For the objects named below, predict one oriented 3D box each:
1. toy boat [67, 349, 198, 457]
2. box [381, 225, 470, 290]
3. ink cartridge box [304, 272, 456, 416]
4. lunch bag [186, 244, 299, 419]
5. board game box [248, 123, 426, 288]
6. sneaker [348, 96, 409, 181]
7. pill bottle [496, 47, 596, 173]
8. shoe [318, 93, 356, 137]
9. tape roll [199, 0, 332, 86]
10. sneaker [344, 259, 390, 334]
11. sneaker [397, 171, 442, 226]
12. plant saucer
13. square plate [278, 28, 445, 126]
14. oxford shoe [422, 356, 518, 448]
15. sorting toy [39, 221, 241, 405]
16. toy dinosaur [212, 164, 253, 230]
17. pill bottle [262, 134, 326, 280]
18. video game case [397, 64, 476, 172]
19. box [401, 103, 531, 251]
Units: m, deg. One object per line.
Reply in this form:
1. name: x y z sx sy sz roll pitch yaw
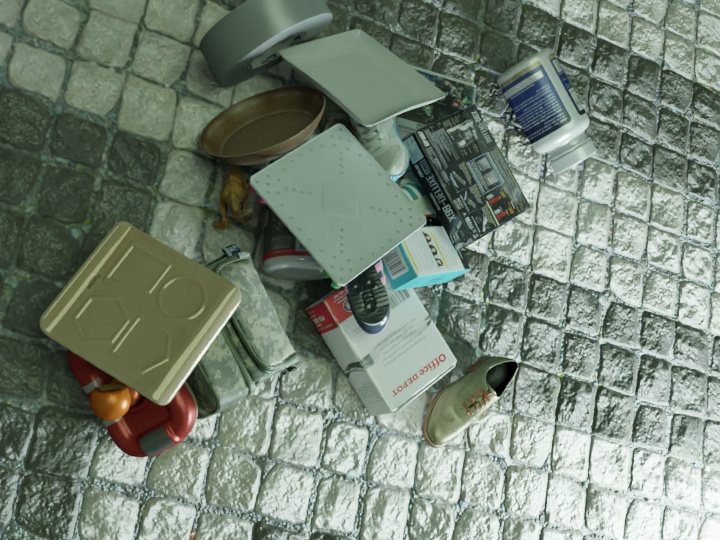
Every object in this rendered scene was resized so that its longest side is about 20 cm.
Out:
1. toy boat: -0.313 0.157 1.354 0.130 0.131 0.201 -30 92 15
2. box: 0.098 -0.022 1.604 0.199 0.049 0.083 -6 69 -61
3. ink cartridge box: 0.032 0.102 1.583 0.146 0.083 0.201 -33 93 -28
4. lunch bag: -0.194 0.084 1.446 0.167 0.139 0.201 -27 89 -32
5. board game box: -0.032 -0.095 1.475 0.200 0.026 0.200 49 53 6
6. sneaker: 0.020 -0.214 1.598 0.081 0.076 0.201 35 33 -43
7. pill bottle: 0.332 -0.277 1.808 0.111 0.111 0.201 -30 92 -29
8. shoe: -0.025 -0.202 1.631 0.069 0.053 0.202 -7 75 -10
9. tape roll: -0.142 -0.357 1.541 0.200 0.200 0.067 -33 92 -29
10. sneaker: 0.000 0.000 1.513 0.069 0.082 0.202 -7 65 -1
11. sneaker: 0.065 -0.111 1.665 0.198 0.071 0.094 -4 56 -32
12. plant saucer: -0.142 -0.210 1.530 0.200 0.199 0.037 -39 128 -28
13. square plate: 0.002 -0.294 1.580 0.198 0.029 0.199 41 42 20
14. oxford shoe: 0.175 0.202 1.634 0.071 0.075 0.200 49 62 -9
15. sorting toy: -0.282 0.054 1.330 0.199 0.037 0.186 30 67 9
16. toy dinosaur: -0.187 -0.106 1.507 0.060 0.107 0.201 1 40 -8
17. pill bottle: -0.089 -0.094 1.553 0.113 0.114 0.202 7 74 -25
18. video game case: 0.092 -0.253 1.720 0.198 0.023 0.184 14 72 -14
19. box: 0.171 -0.154 1.665 0.157 0.050 0.201 -29 90 -38
